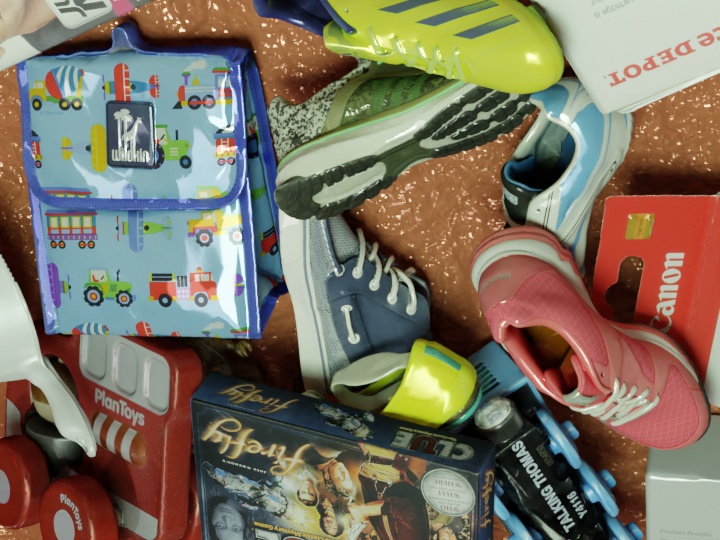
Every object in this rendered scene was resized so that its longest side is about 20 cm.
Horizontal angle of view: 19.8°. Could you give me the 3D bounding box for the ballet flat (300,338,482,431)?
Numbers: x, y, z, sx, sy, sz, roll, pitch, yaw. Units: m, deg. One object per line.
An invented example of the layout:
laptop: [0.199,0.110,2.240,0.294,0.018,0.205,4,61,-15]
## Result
ballet flat: [-0.005,0.098,1.370,0.067,0.067,0.200,39,132,-21]

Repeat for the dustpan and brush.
dustpan and brush: [-0.234,0.048,1.382,0.057,0.200,0.140,-16,150,-20]

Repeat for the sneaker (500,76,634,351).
sneaker: [0.111,-0.033,1.286,0.072,0.072,0.201,-1,125,-22]

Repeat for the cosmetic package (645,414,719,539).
cosmetic package: [0.250,0.197,1.432,0.101,0.071,0.201,3,127,11]

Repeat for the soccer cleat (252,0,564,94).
soccer cleat: [0.025,-0.137,1.183,0.200,0.084,0.065,27,141,31]

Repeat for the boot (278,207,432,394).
boot: [0.000,0.000,1.353,0.090,0.073,0.200,-2,134,7]

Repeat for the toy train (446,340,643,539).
toy train: [0.120,0.146,1.398,0.087,0.114,0.200,-35,124,-1]

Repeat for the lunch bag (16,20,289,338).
lunch bag: [-0.133,-0.065,1.332,0.150,0.094,0.201,0,114,15]

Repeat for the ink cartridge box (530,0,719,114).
ink cartridge box: [0.154,-0.206,1.143,0.146,0.084,0.200,-21,119,26]

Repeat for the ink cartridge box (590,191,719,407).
ink cartridge box: [0.245,0.026,1.289,0.199,0.050,0.161,-2,128,-8]

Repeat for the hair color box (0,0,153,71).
hair color box: [-0.214,-0.185,1.264,0.200,0.061,0.100,-20,119,27]

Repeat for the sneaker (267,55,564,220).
sneaker: [0.026,-0.112,1.252,0.199,0.089,0.077,-25,158,3]

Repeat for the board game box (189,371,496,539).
board game box: [-0.011,0.150,1.346,0.199,0.035,0.136,13,127,20]

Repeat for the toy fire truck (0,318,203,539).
toy fire truck: [-0.179,0.104,1.428,0.200,0.112,0.169,23,113,45]

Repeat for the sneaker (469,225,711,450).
sneaker: [0.138,0.063,1.263,0.200,0.087,0.074,39,122,-24]

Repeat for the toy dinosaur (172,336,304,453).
toy dinosaur: [-0.096,0.085,1.455,0.106,0.061,0.200,15,142,17]
